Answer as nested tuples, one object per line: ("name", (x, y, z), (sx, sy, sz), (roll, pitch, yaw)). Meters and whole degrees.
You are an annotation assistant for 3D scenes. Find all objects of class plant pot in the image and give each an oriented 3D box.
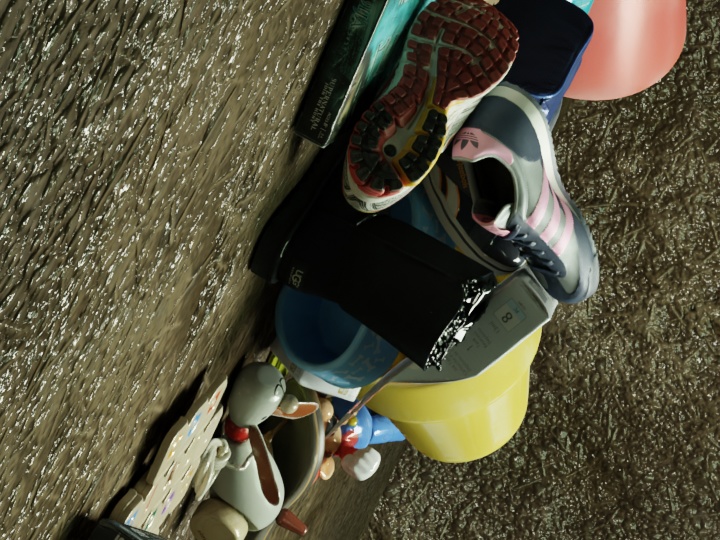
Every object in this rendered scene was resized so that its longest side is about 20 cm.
("plant pot", (0.078, 0.077, 1.950), (0.202, 0.199, 0.190), (-59, 150, -27))
("plant pot", (0.229, -0.298, 2.025), (0.201, 0.199, 0.178), (-58, 161, -32))

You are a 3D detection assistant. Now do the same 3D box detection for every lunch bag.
("lunch bag", (0.106, -0.158, 1.776), (0.200, 0.135, 0.133), (-55, 169, -53))

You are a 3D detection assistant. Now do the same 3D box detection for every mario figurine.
("mario figurine", (-0.017, 0.142, 2.025), (0.199, 0.123, 0.107), (-20, 103, -51))

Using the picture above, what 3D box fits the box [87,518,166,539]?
("box", (-0.186, 0.259, 1.472), (0.161, 0.043, 0.200), (-58, 169, -5))

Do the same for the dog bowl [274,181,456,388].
("dog bowl", (0.000, 0.000, 1.699), (0.049, 0.111, 0.201), (11, 112, -55))

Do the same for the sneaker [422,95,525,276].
("sneaker", (0.091, -0.090, 1.648), (0.079, 0.201, 0.078), (-20, -163, 40))

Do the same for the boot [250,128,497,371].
("boot", (0.028, -0.020, 1.591), (0.200, 0.167, 0.077), (-55, 171, -48))

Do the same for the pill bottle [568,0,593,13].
("pill bottle", (0.147, -0.231, 1.909), (0.111, 0.110, 0.201), (-54, 169, -50))

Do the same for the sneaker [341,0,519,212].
("sneaker", (0.043, -0.125, 1.531), (0.200, 0.078, 0.082), (-51, 179, -26))

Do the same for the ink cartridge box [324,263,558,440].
("ink cartridge box", (0.068, 0.076, 1.674), (0.200, 0.047, 0.160), (-41, 179, 8))

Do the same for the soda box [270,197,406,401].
("soda box", (0.002, 0.005, 1.778), (0.201, 0.063, 0.068), (-63, -146, 13))

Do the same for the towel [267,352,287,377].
("towel", (-0.042, 0.026, 1.854), (0.201, 0.018, 0.086), (-65, 172, 15))

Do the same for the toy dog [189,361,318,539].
("toy dog", (-0.079, 0.168, 1.766), (0.200, 0.096, 0.133), (102, 10, -67))

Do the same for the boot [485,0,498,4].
("boot", (0.127, -0.303, 1.682), (0.201, 0.075, 0.108), (-56, 165, -39))

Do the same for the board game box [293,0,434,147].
("board game box", (0.016, -0.171, 1.515), (0.136, 0.028, 0.200), (-66, 172, 20))

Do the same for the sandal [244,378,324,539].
("sandal", (-0.095, 0.187, 1.908), (0.054, 0.082, 0.201), (8, 126, -44))

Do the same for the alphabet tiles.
("alphabet tiles", (-0.158, 0.174, 1.570), (0.197, 0.015, 0.200), (-64, 173, 27))

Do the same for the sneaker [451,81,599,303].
("sneaker", (0.119, -0.041, 1.597), (0.082, 0.070, 0.201), (-47, 125, -32))
